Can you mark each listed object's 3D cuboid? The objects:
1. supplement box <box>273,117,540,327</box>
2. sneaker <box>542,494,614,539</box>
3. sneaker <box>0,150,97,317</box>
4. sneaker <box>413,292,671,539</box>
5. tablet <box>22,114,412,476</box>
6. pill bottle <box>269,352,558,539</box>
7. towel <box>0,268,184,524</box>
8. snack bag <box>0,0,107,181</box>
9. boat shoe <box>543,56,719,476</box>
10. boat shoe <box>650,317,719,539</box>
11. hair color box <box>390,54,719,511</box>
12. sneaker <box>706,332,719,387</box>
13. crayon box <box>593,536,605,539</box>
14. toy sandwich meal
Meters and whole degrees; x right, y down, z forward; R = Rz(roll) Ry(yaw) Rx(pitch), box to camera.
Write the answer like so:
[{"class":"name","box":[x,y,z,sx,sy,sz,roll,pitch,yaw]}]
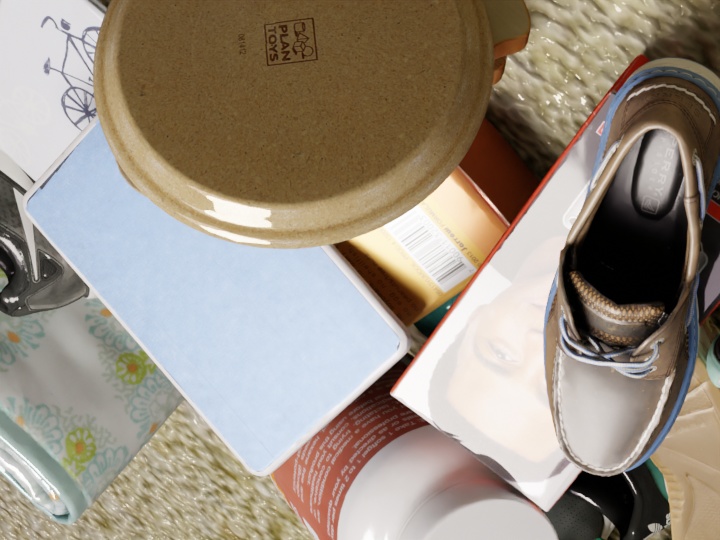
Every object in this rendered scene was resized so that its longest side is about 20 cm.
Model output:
[{"class":"supplement box","box":[0.000,0.000,1.079,0.200,0.067,0.069,-33,108,29]},{"class":"sneaker","box":[0.110,0.189,1.246,0.074,0.085,0.201,25,144,25]},{"class":"sneaker","box":[-0.227,-0.060,1.256,0.201,0.090,0.066,64,159,0]},{"class":"sneaker","box":[0.096,0.072,1.123,0.200,0.080,0.071,35,150,10]},{"class":"tablet","box":[-0.077,-0.001,1.062,0.200,0.014,0.130,48,119,2]},{"class":"pill bottle","box":[0.027,0.120,1.089,0.112,0.112,0.200,59,172,-26]},{"class":"towel","box":[-0.203,0.037,1.312,0.200,0.171,0.048,48,145,-11]},{"class":"snack bag","box":[-0.140,-0.073,1.131,0.200,0.021,0.189,42,147,3]},{"class":"boat shoe","box":[0.113,0.009,0.896,0.072,0.072,0.201,12,115,15]},{"class":"boat shoe","box":[0.193,0.100,1.071,0.073,0.069,0.201,-11,117,27]},{"class":"hair color box","box":[0.111,0.009,0.974,0.101,0.061,0.200,36,121,4]},{"class":"sneaker","box":[0.265,0.091,0.973,0.199,0.078,0.140,11,136,39]},{"class":"crayon box","box":[0.146,0.238,1.173,0.058,0.119,0.200,25,168,22]},{"class":"toy sandwich meal","box":[-0.026,-0.094,0.952,0.205,0.206,0.070,31,163,15]}]
